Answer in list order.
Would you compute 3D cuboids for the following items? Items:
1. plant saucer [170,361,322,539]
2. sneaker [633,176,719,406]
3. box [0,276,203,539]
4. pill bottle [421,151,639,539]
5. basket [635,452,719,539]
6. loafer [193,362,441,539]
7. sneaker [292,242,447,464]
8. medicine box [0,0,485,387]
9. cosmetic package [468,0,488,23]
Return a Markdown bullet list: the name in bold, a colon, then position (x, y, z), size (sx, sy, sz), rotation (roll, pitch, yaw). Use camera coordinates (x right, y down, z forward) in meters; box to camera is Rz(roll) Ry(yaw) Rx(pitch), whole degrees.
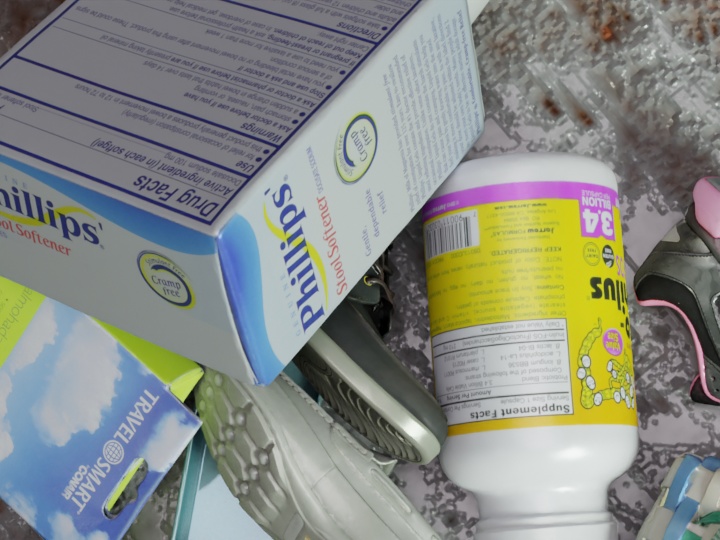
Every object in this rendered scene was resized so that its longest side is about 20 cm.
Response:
- **plant saucer**: position (-0.055, 0.072, 0.946), size (0.069, 0.019, 0.202), rotation (8, 82, 6)
- **sneaker**: position (0.220, 0.049, 0.906), size (0.095, 0.079, 0.200), rotation (-44, 78, 20)
- **box**: position (-0.176, 0.052, 0.922), size (0.200, 0.048, 0.122), rotation (40, 112, 11)
- **pill bottle**: position (0.088, 0.048, 0.893), size (0.103, 0.104, 0.202), rotation (-4, 81, 5)
- **basket**: position (0.210, 0.195, 0.839), size (0.199, 0.139, 0.177), rotation (29, 84, 19)
- **loafer**: position (-0.015, 0.114, 0.901), size (0.069, 0.070, 0.201), rotation (-23, 68, -39)
- **sneaker**: position (0.000, 0.000, 0.892), size (0.106, 0.075, 0.200), rotation (-37, 64, -12)
- **medicine box**: position (-0.069, -0.070, 0.850), size (0.181, 0.103, 0.200), rotation (20, 54, 31)
- **cosmetic package**: position (0.061, -0.215, 0.937), size (0.085, 0.108, 0.201), rotation (37, 84, 10)
